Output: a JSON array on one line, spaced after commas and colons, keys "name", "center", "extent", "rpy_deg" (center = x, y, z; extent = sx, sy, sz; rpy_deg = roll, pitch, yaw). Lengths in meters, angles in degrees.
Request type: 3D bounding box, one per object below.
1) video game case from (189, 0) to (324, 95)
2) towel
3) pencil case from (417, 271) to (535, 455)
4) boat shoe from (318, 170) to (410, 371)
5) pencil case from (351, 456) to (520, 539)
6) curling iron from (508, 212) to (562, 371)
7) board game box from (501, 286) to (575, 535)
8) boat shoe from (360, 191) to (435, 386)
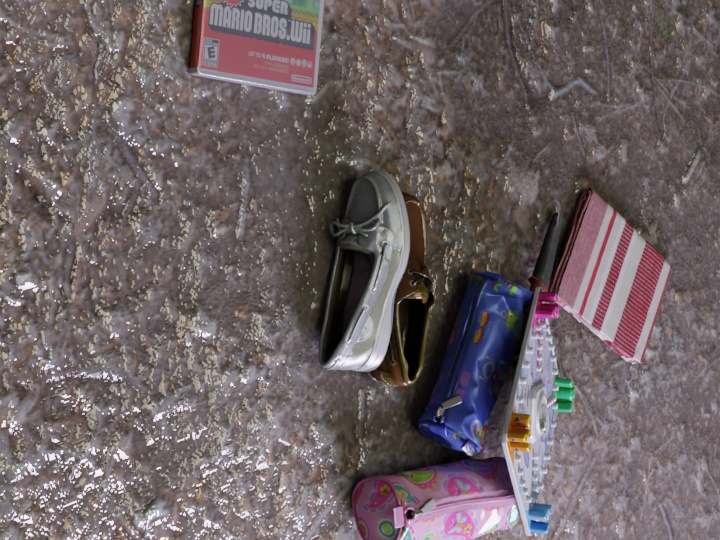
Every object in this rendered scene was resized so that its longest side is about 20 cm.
[{"name": "video game case", "center": [-0.092, -0.277, 1.284], "extent": [0.142, 0.017, 0.203], "rpy_deg": [4, 92, -40]}, {"name": "towel", "center": [0.308, 0.010, 1.649], "extent": [0.199, 0.023, 0.146], "rpy_deg": [36, 69, -38]}, {"name": "pencil case", "center": [0.124, 0.099, 1.463], "extent": [0.087, 0.077, 0.202], "rpy_deg": [45, 63, -59]}, {"name": "boat shoe", "center": [-0.001, 0.001, 1.354], "extent": [0.064, 0.074, 0.205], "rpy_deg": [4, 99, -44]}, {"name": "pencil case", "center": [0.085, 0.250, 1.443], "extent": [0.198, 0.087, 0.089], "rpy_deg": [0, 94, -41]}, {"name": "curling iron", "center": [0.195, 0.021, 1.544], "extent": [0.025, 0.049, 0.202], "rpy_deg": [36, 67, -37]}, {"name": "board game box", "center": [0.200, 0.157, 1.482], "extent": [0.201, 0.025, 0.202], "rpy_deg": [70, 31, -47]}, {"name": "boat shoe", "center": [0.049, 0.019, 1.400], "extent": [0.071, 0.068, 0.203], "rpy_deg": [3, 92, -40]}]
